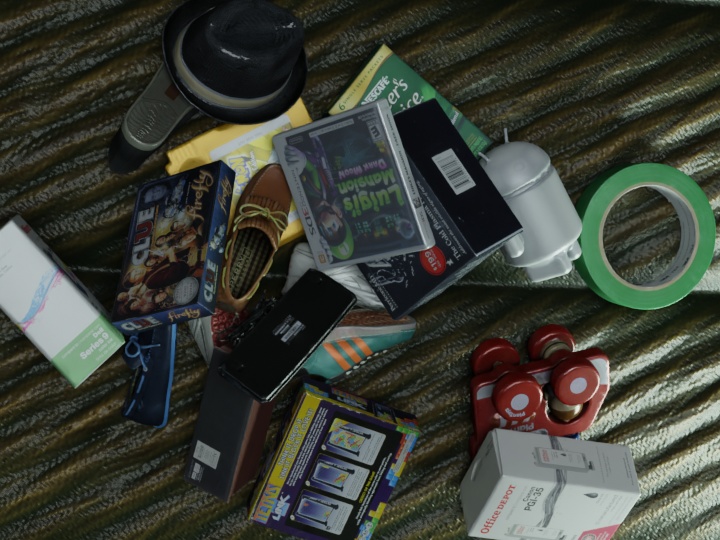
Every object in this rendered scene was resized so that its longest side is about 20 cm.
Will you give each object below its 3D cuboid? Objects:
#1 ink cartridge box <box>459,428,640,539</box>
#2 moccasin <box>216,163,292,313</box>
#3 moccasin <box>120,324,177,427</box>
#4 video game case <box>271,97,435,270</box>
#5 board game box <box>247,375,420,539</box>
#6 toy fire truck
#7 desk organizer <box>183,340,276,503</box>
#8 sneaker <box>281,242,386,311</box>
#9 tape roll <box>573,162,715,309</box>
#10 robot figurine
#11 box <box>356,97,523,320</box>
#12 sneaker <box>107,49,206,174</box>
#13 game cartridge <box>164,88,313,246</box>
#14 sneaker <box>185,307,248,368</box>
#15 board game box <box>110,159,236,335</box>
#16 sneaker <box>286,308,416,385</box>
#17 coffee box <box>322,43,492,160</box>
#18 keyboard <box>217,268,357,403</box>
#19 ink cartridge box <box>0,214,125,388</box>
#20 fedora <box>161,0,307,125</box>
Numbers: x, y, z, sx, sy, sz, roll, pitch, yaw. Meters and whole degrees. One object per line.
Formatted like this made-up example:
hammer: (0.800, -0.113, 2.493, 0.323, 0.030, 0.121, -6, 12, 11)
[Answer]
ink cartridge box: (0.250, 0.296, 1.708, 0.199, 0.083, 0.147, 9, 133, -13)
moccasin: (-0.132, -0.045, 1.590, 0.073, 0.078, 0.202, 32, 65, -15)
moccasin: (-0.267, 0.111, 1.599, 0.068, 0.081, 0.201, 6, 111, -9)
video game case: (-0.012, -0.099, 1.548, 0.023, 0.199, 0.183, -27, 101, -42)
board game box: (-0.037, 0.257, 1.666, 0.165, 0.057, 0.201, 21, 107, -11)
toy fire truck: (0.240, 0.179, 1.730, 0.199, 0.112, 0.169, -12, 121, -10)
desk organizer: (-0.159, 0.186, 1.638, 0.071, 0.077, 0.201, 24, 114, 19)
sneaker: (0.000, 0.000, 1.667, 0.199, 0.078, 0.100, 6, 85, -8)
tape roll: (0.389, -0.048, 1.763, 0.199, 0.048, 0.202, -1, 95, -12)
robot figurine: (0.217, -0.085, 1.684, 0.113, 0.170, 0.201, -18, 108, 34)
box: (0.066, -0.073, 1.579, 0.104, 0.182, 0.200, -28, 80, -42)
sneaker: (-0.249, -0.208, 1.610, 0.075, 0.106, 0.200, 45, 55, -8)
game cartridge: (-0.134, -0.114, 1.655, 0.199, 0.032, 0.177, -28, 99, -10)
sneaker: (-0.203, 0.040, 1.638, 0.078, 0.082, 0.201, -38, 120, -50)
board game box: (-0.226, -0.028, 1.550, 0.035, 0.135, 0.201, 41, 44, -46)
sneaker: (-0.023, 0.102, 1.682, 0.199, 0.071, 0.080, -8, 111, -14)
coffee box: (0.062, -0.188, 1.684, 0.200, 0.044, 0.123, 41, 86, -12)
keyboard: (-0.099, 0.077, 1.585, 0.104, 0.040, 0.200, 36, 56, 12)
ink cartridge box: (-0.385, 0.034, 1.555, 0.087, 0.145, 0.200, -43, 101, -6)
fedora: (-0.140, -0.277, 1.574, 0.200, 0.092, 0.202, 10, 70, -27)
